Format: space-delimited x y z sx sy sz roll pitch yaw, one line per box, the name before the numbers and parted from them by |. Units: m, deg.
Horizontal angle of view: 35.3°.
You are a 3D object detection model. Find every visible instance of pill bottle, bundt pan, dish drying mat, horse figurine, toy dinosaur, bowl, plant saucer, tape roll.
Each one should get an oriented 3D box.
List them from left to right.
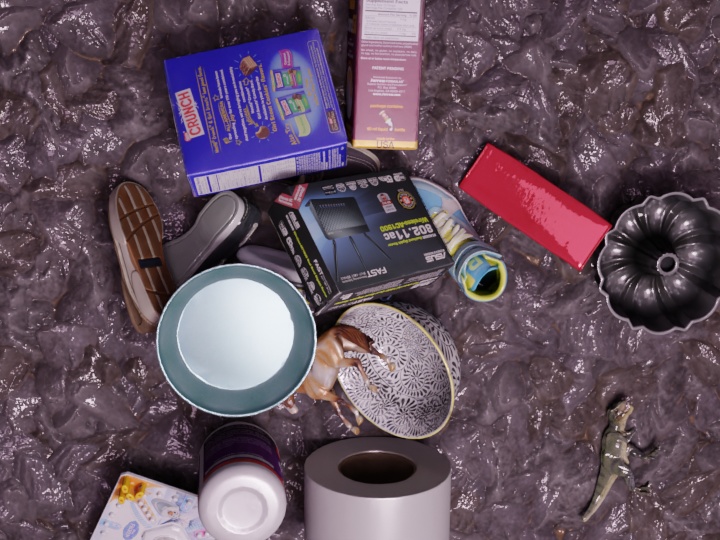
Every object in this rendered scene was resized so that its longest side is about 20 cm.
plant saucer | -0.155 0.084 1.418 0.199 0.036 0.201 -2 105 -9
pill bottle | -0.159 0.273 1.498 0.112 0.200 0.113 -2 105 -7
pill bottle | -0.137 0.076 1.496 0.112 0.112 0.200 17 102 -12
horse figurine | -0.033 0.137 1.517 0.132 0.050 0.200 37 128 14
tape roll | 0.023 0.328 1.538 0.202 0.203 0.140 -1 104 -7
bowl | 0.066 0.118 1.527 0.094 0.200 0.201 -32 113 -44
dish drying mat | 0.234 -0.087 1.518 0.200 0.018 0.077 35 98 6
toy dinosaur | 0.387 0.284 1.657 0.088 0.047 0.201 12 103 4
bundt pan | 0.412 -0.017 1.565 0.201 0.076 0.202 -2 104 -8

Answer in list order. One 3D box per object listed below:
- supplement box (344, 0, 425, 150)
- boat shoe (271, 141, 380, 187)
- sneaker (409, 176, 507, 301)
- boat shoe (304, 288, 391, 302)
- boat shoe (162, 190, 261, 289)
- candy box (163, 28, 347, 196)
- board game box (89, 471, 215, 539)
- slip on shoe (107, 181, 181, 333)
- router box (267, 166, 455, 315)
supplement box | 0.029 -0.260 1.431 0.085 0.110 0.201 0 104 -7
boat shoe | -0.074 -0.134 1.464 0.199 0.065 0.072 11 132 -7
sneaker | 0.125 -0.040 1.492 0.080 0.131 0.200 -45 104 6
boat shoe | 0.000 0.000 1.493 0.200 0.084 0.069 -5 124 -37
boat shoe | -0.211 -0.020 1.484 0.200 0.076 0.060 -38 147 18
candy box | -0.130 -0.195 1.404 0.199 0.077 0.170 -12 70 -6
board game box | -0.268 0.383 1.567 0.200 0.026 0.200 22 121 -12
slip on shoe | -0.286 -0.015 1.451 0.061 0.076 0.200 -31 74 38
router box | 0.002 -0.041 1.410 0.200 0.062 0.150 -14 71 -38
